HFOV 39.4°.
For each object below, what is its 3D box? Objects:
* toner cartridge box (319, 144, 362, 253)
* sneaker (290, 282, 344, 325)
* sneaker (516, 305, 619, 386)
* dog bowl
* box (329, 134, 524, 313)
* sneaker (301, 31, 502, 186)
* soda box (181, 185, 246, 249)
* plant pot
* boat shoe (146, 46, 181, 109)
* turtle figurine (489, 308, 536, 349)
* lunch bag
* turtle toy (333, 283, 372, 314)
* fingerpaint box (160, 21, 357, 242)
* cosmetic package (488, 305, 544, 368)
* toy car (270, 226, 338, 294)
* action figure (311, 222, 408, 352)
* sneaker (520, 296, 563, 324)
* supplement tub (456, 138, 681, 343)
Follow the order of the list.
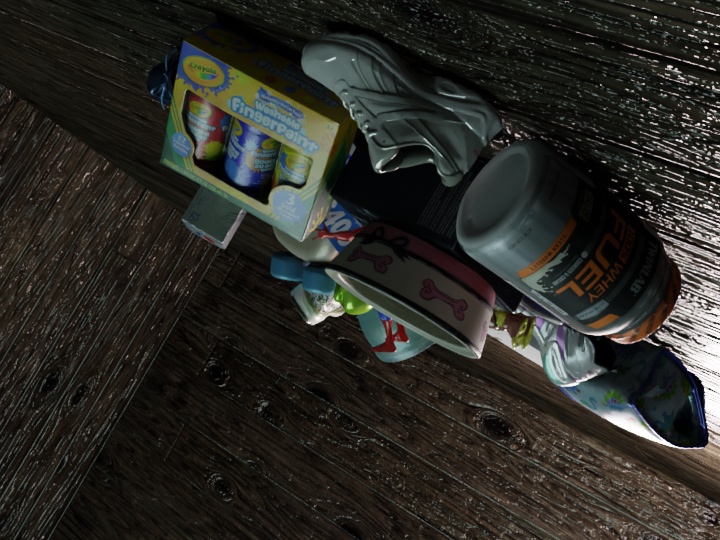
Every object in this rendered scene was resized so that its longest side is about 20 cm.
[{"bbox_3d":[-0.025,-0.099,1.273,0.200,0.095,0.043,54,-175,-49],"label":"toner cartridge box"},{"bbox_3d":[-0.028,0.028,1.546,0.077,0.088,0.200,62,-157,-3],"label":"sneaker"},{"bbox_3d":[0.290,0.062,1.383,0.139,0.078,0.201,-20,109,48],"label":"sneaker"},{"bbox_3d":[0.062,0.018,1.122,0.199,0.074,0.200,30,173,4],"label":"dog bowl"},{"bbox_3d":[0.097,-0.060,1.160,0.181,0.105,0.200,27,172,36],"label":"box"},{"bbox_3d":[0.021,-0.142,0.903,0.199,0.100,0.078,28,173,18],"label":"sneaker"},{"bbox_3d":[-0.154,-0.130,1.307,0.063,0.201,0.068,30,172,-1],"label":"soda box"},{"bbox_3d":[0.068,0.037,1.694,0.134,0.200,0.200,51,166,-20],"label":"plant pot"},{"bbox_3d":[-0.215,-0.248,1.275,0.199,0.085,0.068,5,177,43],"label":"boat shoe"},{"bbox_3d":[0.143,0.050,1.296,0.160,0.065,0.200,21,170,21],"label":"turtle figurine"},{"bbox_3d":[0.409,0.182,1.490,0.200,0.128,0.170,46,165,-33],"label":"lunch bag"},{"bbox_3d":[0.047,-0.009,1.386,0.101,0.200,0.146,34,151,16],"label":"turtle toy"},{"bbox_3d":[-0.114,-0.154,1.126,0.199,0.073,0.168,30,129,10],"label":"fingerpaint box"},{"bbox_3d":[0.280,0.094,1.590,0.199,0.081,0.113,33,171,-11],"label":"cosmetic package"},{"bbox_3d":[-0.012,-0.072,1.476,0.199,0.186,0.176,-1,-168,-35],"label":"toy car"},{"bbox_3d":[0.000,0.000,1.285,0.098,0.202,0.065,1,-164,26],"label":"action figure"},{"bbox_3d":[0.192,-0.006,1.315,0.198,0.081,0.115,27,-177,12],"label":"sneaker"},{"bbox_3d":[0.197,-0.021,0.936,0.199,0.123,0.122,32,173,-22],"label":"supplement tub"}]
